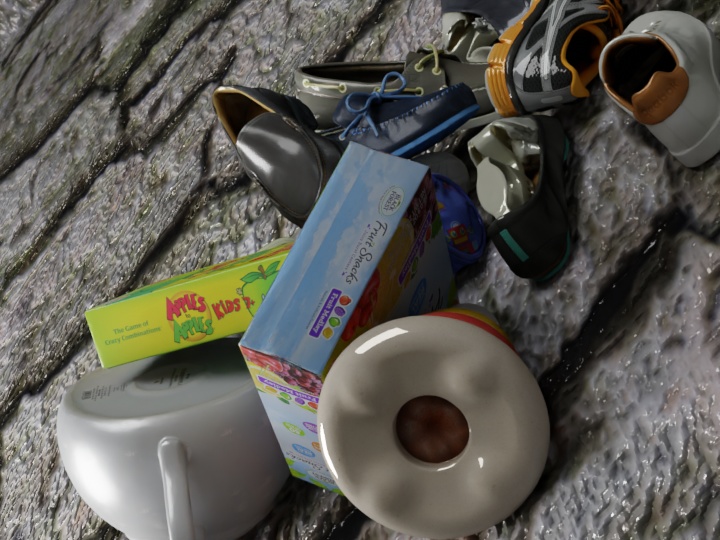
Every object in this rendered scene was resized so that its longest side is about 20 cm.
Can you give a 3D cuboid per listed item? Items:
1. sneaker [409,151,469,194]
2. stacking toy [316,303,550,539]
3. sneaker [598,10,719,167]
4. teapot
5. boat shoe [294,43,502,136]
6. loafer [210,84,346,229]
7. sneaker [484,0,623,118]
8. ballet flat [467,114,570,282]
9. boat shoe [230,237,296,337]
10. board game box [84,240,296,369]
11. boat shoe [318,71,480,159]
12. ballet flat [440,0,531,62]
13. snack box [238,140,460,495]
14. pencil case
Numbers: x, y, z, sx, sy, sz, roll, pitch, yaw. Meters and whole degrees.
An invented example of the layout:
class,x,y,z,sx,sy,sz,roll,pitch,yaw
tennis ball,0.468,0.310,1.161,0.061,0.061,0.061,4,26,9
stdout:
class,x,y,z,sx,sy,sz,roll,pitch,yaw
sneaker,0.010,-0.043,1.651,0.200,0.078,0.100,-37,22,30
stacking toy,0.060,0.074,1.345,0.146,0.146,0.200,-44,4,20
sneaker,0.202,-0.148,1.418,0.073,0.085,0.200,-47,20,16
teapot,-0.128,0.147,1.541,0.197,0.147,0.200,5,22,43
boat shoe,0.042,-0.147,1.656,0.201,0.061,0.072,-6,24,19
loafer,-0.063,-0.085,1.550,0.073,0.072,0.200,-62,28,11
sneaker,0.170,-0.193,1.583,0.077,0.078,0.200,4,55,39
ballet flat,0.115,-0.071,1.488,0.068,0.068,0.200,-43,23,22
boat shoe,-0.097,0.065,1.713,0.200,0.073,0.065,-56,33,-1
board game box,-0.092,0.018,1.519,0.199,0.048,0.102,-16,4,28
boat shoe,-0.001,-0.107,1.606,0.199,0.069,0.084,-25,-2,30
ballet flat,0.104,-0.203,1.723,0.073,0.073,0.200,-53,24,-4
snack box,-0.001,0.039,1.398,0.169,0.067,0.200,-62,-20,-23
pencil case,0.000,0.000,1.573,0.200,0.087,0.078,-33,7,30
